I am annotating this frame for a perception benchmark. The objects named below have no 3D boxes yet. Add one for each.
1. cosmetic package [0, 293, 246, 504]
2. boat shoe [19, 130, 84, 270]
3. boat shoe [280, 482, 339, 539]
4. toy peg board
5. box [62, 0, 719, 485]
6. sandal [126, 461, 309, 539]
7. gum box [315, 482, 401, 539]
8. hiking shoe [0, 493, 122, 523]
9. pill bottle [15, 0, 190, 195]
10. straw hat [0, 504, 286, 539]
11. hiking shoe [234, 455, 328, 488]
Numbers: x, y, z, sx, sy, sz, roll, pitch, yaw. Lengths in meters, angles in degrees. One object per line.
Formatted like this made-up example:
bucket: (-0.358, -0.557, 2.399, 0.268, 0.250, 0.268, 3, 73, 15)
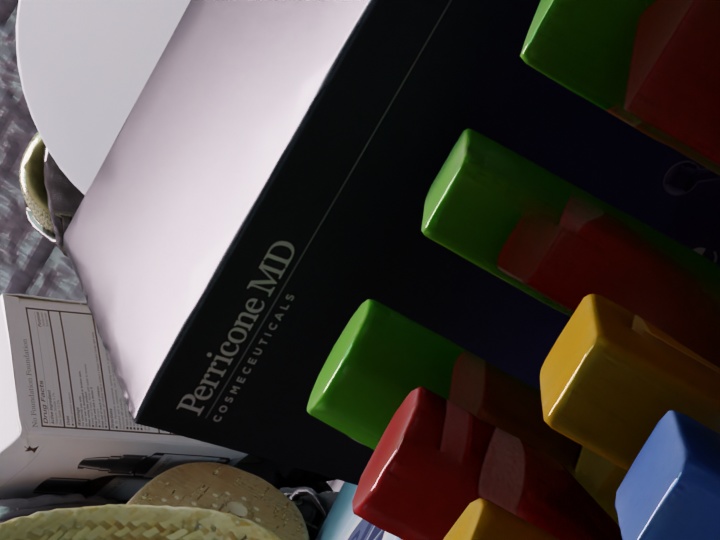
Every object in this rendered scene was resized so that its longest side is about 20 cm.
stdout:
cosmetic package: (-0.121, 0.073, 0.893, 0.200, 0.082, 0.051, -39, 52, 48)
boat shoe: (-0.082, -0.033, 0.945, 0.201, 0.066, 0.072, 170, 114, -82)
boat shoe: (-0.025, 0.101, 0.957, 0.066, 0.075, 0.199, -32, 1, -2)
toy peg board: (0.066, 0.002, 0.457, 0.200, 0.098, 0.199, -60, 5, 14)
box: (0.047, -0.048, 0.587, 0.200, 0.141, 0.079, -60, 29, 22)
sandal: (-0.052, 0.089, 0.732, 0.212, 0.077, 0.070, -61, -4, -64)
gum box: (-0.008, 0.135, 0.732, 0.170, 0.044, 0.200, -63, 5, -9)
hiking shoe: (-0.084, 0.157, 0.864, 0.200, 0.075, 0.101, 66, -158, -48)
pill bottle: (0.008, -0.073, 0.716, 0.200, 0.112, 0.112, -24, -27, -51)
straw hat: (-0.046, 0.158, 0.584, 0.202, 0.201, 0.085, -63, -26, -15)
hiking shoe: (0.000, 0.000, 0.850, 0.200, 0.076, 0.101, -37, 68, 56)
